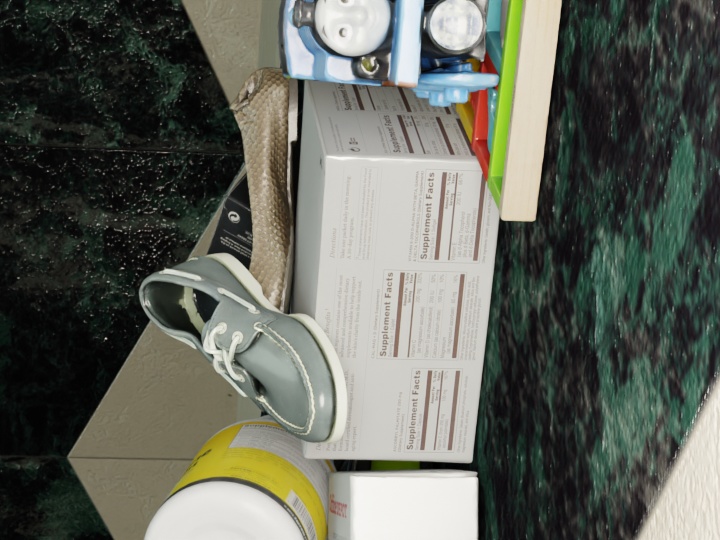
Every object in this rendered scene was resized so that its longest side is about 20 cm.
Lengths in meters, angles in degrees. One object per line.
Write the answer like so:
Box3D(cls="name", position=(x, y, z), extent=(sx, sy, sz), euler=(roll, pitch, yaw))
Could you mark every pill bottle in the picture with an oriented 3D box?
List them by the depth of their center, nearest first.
Box3D(cls="pill bottle", position=(-0.073, 0.167, 1.254), extent=(0.200, 0.111, 0.113), euler=(-57, -29, -74))

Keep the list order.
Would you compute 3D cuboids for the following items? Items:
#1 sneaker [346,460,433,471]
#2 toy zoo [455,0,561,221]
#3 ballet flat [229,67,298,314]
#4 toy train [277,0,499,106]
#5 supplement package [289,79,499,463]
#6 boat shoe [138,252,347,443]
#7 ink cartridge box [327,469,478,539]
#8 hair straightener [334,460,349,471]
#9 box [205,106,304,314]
Box3D(cls="sneaker", position=(0.014, 0.179, 1.299), extent=(0.083, 0.070, 0.201), euler=(-90, 7, -71))
Box3D(cls="toy zoo", position=(0.080, -0.128, 1.046), extent=(0.200, 0.020, 0.132), euler=(-103, 16, -64))
Box3D(cls="ballet flat", position=(-0.066, -0.035, 1.208), extent=(0.067, 0.046, 0.202), euler=(131, 141, -83))
Box3D(cls="toy train", position=(0.014, -0.137, 1.032), extent=(0.200, 0.113, 0.088), euler=(-133, 45, -81))
Box3D(cls="supplement package", position=(0.017, -0.004, 1.167), extent=(0.156, 0.110, 0.202), euler=(-105, 19, -66))
Box3D(cls="boat shoe", position=(-0.073, 0.049, 1.117), extent=(0.200, 0.061, 0.073), euler=(42, 129, 50))
Box3D(cls="ink cartridge box", position=(0.024, 0.226, 1.155), extent=(0.145, 0.083, 0.202), euler=(138, 133, -82))
Box3D(cls="hair straightener", position=(-0.010, 0.175, 1.497), extent=(0.041, 0.077, 0.201), euler=(-41, 29, 54))
Box3D(cls="box", position=(-0.043, -0.039, 1.365), extent=(0.200, 0.079, 0.142), euler=(-54, -7, -47))
